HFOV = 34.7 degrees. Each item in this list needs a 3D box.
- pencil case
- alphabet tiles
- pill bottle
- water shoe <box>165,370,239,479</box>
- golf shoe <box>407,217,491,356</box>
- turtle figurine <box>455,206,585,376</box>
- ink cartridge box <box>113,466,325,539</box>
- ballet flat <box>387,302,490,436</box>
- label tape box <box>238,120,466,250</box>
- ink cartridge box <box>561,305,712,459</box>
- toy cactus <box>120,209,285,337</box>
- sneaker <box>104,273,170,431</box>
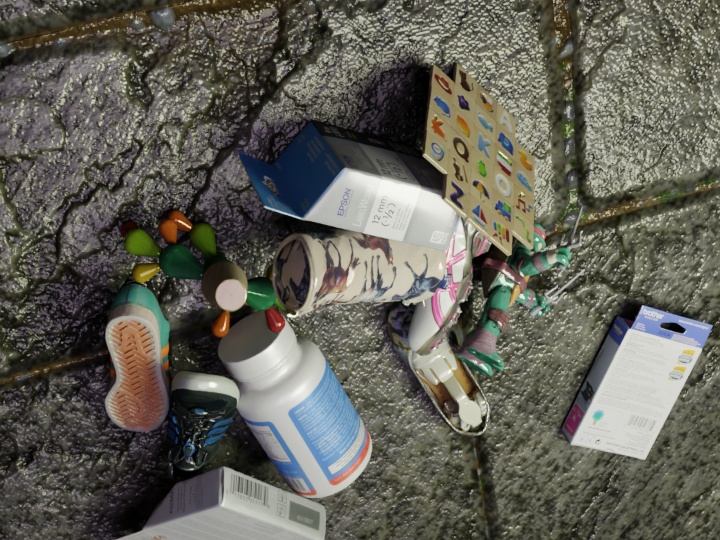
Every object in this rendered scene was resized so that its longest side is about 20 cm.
[{"bbox_3d":[0.000,0.000,1.169,0.198,0.077,0.091,-5,93,-41],"label":"pencil case"},{"bbox_3d":[0.123,-0.116,1.175,0.006,0.202,0.166,-30,126,36],"label":"alphabet tiles"},{"bbox_3d":[-0.074,0.144,1.269,0.111,0.112,0.201,-29,121,-2],"label":"pill bottle"},{"bbox_3d":[-0.169,0.170,1.215,0.071,0.080,0.200,9,153,-6],"label":"water shoe"},{"bbox_3d":[0.087,-0.007,1.274,0.091,0.073,0.202,22,94,1],"label":"golf shoe"},{"bbox_3d":[0.179,0.017,1.299,0.201,0.100,0.150,-58,162,-12],"label":"turtle figurine"},{"bbox_3d":[-0.163,0.285,1.303,0.199,0.058,0.162,-19,144,38],"label":"ink cartridge box"},{"bbox_3d":[0.099,0.120,1.339,0.072,0.072,0.201,-33,119,0],"label":"ballet flat"},{"bbox_3d":[-0.011,-0.094,1.158,0.198,0.144,0.067,14,111,-23],"label":"label tape box"},{"bbox_3d":[0.345,0.136,1.441,0.118,0.042,0.202,14,112,-23],"label":"ink cartridge box"},{"bbox_3d":[-0.148,0.013,1.154,0.199,0.165,0.103,34,91,-18],"label":"toy cactus"},{"bbox_3d":[-0.231,0.088,1.221,0.070,0.081,0.201,7,135,-4],"label":"sneaker"}]
